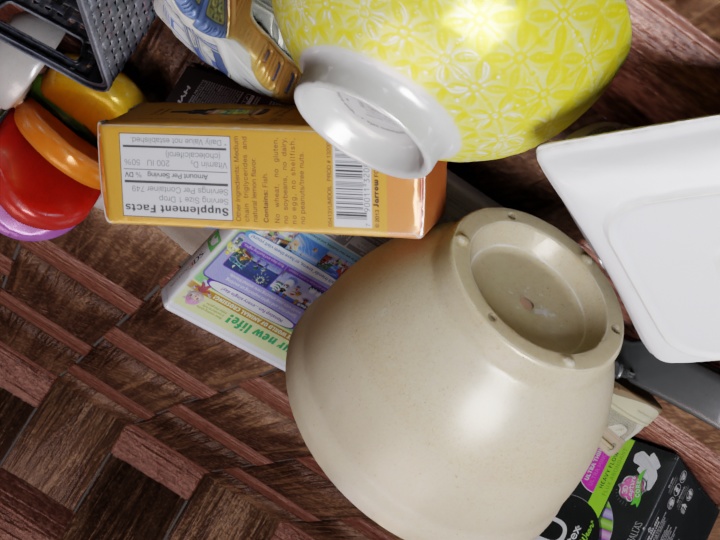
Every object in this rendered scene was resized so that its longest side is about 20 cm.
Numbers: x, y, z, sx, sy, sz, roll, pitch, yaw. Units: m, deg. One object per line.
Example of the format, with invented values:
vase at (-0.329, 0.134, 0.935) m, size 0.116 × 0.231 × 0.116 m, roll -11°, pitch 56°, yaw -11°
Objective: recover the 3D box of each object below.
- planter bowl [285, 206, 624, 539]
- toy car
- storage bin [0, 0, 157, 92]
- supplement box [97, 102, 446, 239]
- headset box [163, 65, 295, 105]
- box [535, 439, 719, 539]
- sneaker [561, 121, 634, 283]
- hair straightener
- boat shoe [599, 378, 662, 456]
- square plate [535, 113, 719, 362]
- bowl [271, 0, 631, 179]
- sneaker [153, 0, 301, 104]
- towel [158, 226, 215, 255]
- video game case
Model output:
planter bowl at (0.072, 0.048, 0.935) m, size 0.199 × 0.201 × 0.135 m, roll 32°, pitch 129°, yaw -6°
toy car at (-0.236, -0.093, 1.222) m, size 0.174 × 0.151 × 0.200 m, roll 35°, pitch 163°, yaw -17°
storage bin at (-0.190, -0.207, 0.918) m, size 0.134 × 0.094 × 0.200 m, roll 28°, pitch 162°, yaw 8°
supplement box at (-0.052, -0.061, 0.928) m, size 0.198 × 0.070 × 0.067 m, roll 5°, pitch -163°, yaw 14°
headset box at (-0.038, -0.054, 1.123) m, size 0.199 × 0.078 × 0.149 m, roll 19°, pitch 160°, yaw 32°
box at (0.188, 0.223, 1.402) m, size 0.199 × 0.149 × 0.124 m, roll 17°, pitch 160°, yaw 40°
sneaker at (0.158, -0.013, 0.904) m, size 0.082 × 0.075 × 0.200 m, roll 11°, pitch 155°, yaw 46°
hair straightener at (0.178, 0.050, 1.098) m, size 0.199 × 0.041 × 0.077 m, roll 33°, pitch -166°, yaw 20°
boat shoe at (0.143, 0.086, 1.158) m, size 0.199 × 0.065 × 0.072 m, roll 28°, pitch -165°, yaw -40°
square plate at (0.209, -0.010, 0.778) m, size 0.196 × 0.029 × 0.200 m, roll -7°, pitch 145°, yaw 26°
bowl at (0.026, -0.112, 0.792) m, size 0.199 × 0.108 × 0.200 m, roll 27°, pitch 163°, yaw 9°
sneaker at (-0.096, -0.166, 0.906) m, size 0.088 × 0.076 × 0.200 m, roll 20°, pitch 160°, yaw 32°
towel at (-0.058, 0.002, 1.131) m, size 0.200 × 0.035 × 0.132 m, roll 43°, pitch 159°, yaw -32°
video game case at (0.000, 0.000, 1.036) m, size 0.199 × 0.182 × 0.022 m, roll 30°, pitch -155°, yaw -34°
